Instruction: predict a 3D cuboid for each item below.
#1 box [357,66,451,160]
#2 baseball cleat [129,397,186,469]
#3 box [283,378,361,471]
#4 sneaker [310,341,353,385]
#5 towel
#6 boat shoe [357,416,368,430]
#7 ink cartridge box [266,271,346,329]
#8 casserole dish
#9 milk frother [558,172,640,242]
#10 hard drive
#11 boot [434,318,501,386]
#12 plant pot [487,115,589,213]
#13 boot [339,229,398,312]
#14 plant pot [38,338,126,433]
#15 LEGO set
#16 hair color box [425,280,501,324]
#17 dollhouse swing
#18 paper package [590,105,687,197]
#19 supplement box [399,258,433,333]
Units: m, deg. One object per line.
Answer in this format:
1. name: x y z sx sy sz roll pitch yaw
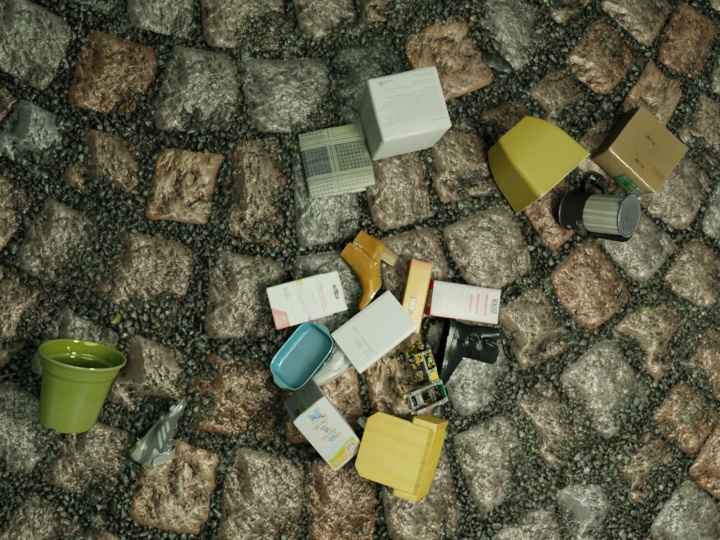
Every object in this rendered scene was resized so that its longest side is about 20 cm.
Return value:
1. box: 0.114 -0.426 1.538 0.199 0.199 0.173 -14 88 -9
2. baseball cleat: -0.505 0.429 1.463 0.106 0.070 0.200 43 91 -10
3. box: -0.096 0.404 1.462 0.101 0.112 0.201 -38 114 -9
4. sneaker: -0.063 0.240 1.539 0.199 0.075 0.089 -32 77 -14
5. towel: -0.067 -0.312 1.594 0.198 0.035 0.194 -11 85 -7
6. boat shoe: 0.088 0.444 1.535 0.202 0.075 0.086 39 83 -7
7. ink cartridge box: -0.147 0.079 1.532 0.199 0.067 0.117 -14 88 -7
8. casserole dish: -0.155 0.233 1.516 0.121 0.039 0.200 35 80 24
9. milk frother: 0.710 -0.196 1.611 0.180 0.188 0.201 19 88 -40
10. hard drive: 0.038 0.164 1.510 0.200 0.027 0.132 -37 73 -7
11. boot: 0.303 0.244 1.578 0.167 0.076 0.202 15 88 -10
12. plant pot: 0.480 -0.317 1.593 0.195 0.194 0.200 -39 87 -9
13. boot: 0.000 -0.001 1.565 0.143 0.071 0.202 31 80 2
14. plant pot: -0.707 0.292 1.389 0.199 0.200 0.186 16 96 -7
15. LEGO set: 0.138 0.301 1.513 0.115 0.154 0.201 -16 96 -26
16. hair color box: 0.292 0.091 1.596 0.198 0.061 0.102 9 85 -6
17. dollhouse swing: 0.108 0.475 1.488 0.175 0.182 0.201 14 85 23
18. paper package: 0.836 -0.353 1.685 0.200 0.103 0.191 40 83 -4
19. supplement box: 0.149 0.073 1.575 0.066 0.069 0.201 13 83 -6
